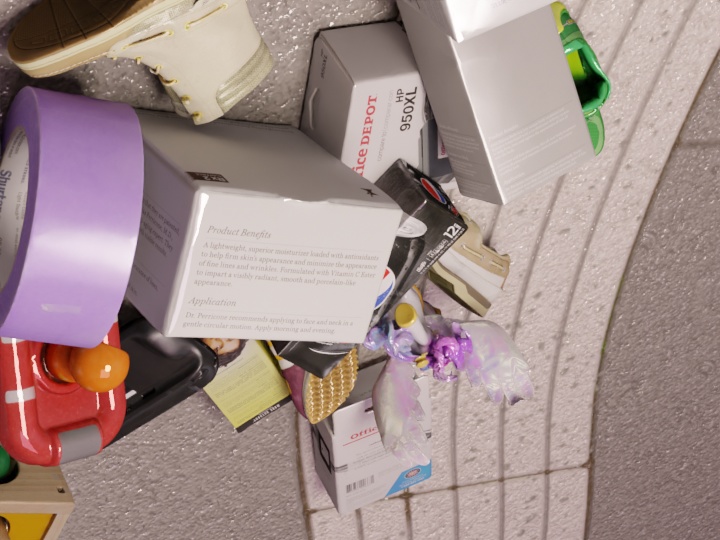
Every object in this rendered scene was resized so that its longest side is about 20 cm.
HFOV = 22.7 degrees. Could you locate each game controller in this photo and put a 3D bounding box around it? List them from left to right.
[{"bbox_3d":[-0.231,0.110,1.692,0.200,0.042,0.104,-32,122,25],"label":"game controller"}]

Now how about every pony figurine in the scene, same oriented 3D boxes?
[{"bbox_3d":[0.056,0.066,1.736,0.166,0.194,0.200,-28,148,11],"label":"pony figurine"}]

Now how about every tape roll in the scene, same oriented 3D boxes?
[{"bbox_3d":[-0.243,-0.042,1.433,0.085,0.200,0.201,9,126,-22],"label":"tape roll"}]

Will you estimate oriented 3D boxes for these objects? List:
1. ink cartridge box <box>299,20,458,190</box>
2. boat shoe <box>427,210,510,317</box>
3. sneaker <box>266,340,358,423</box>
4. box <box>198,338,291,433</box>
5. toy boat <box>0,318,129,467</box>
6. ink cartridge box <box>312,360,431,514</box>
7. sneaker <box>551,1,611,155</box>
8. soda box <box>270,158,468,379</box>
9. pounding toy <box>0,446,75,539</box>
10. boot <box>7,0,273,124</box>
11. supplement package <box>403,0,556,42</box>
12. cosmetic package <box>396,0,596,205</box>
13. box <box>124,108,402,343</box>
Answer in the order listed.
[{"bbox_3d":[0.056,-0.147,1.617,0.199,0.084,0.145,-11,135,-23],"label":"ink cartridge box"},{"bbox_3d":[0.080,-0.031,1.770,0.069,0.075,0.200,-54,137,-5],"label":"boat shoe"},{"bbox_3d":[-0.060,0.060,1.749,0.075,0.090,0.201,-34,138,-29],"label":"sneaker"},{"bbox_3d":[-0.135,0.078,1.748,0.075,0.050,0.200,-32,141,1],"label":"box"},{"bbox_3d":[-0.250,0.074,1.564,0.130,0.130,0.201,-13,102,-42],"label":"toy boat"},{"bbox_3d":[0.012,0.164,1.904,0.115,0.067,0.201,-20,143,-14],"label":"ink cartridge box"},{"bbox_3d":[0.194,-0.163,1.691,0.074,0.084,0.200,-31,141,-2],"label":"sneaker"},{"bbox_3d":[0.000,0.000,1.607,0.063,0.071,0.200,30,110,-40],"label":"soda box"},{"bbox_3d":[-0.376,0.235,1.680,0.183,0.142,0.200,6,127,-37],"label":"pounding toy"},{"bbox_3d":[-0.173,-0.175,1.456,0.199,0.072,0.155,-27,142,-7],"label":"boot"},{"bbox_3d":[0.072,-0.274,1.395,0.113,0.200,0.110,-24,120,-10],"label":"supplement package"},{"bbox_3d":[0.114,-0.168,1.517,0.106,0.090,0.201,-25,108,-20],"label":"cosmetic package"},{"bbox_3d":[-0.107,-0.039,1.514,0.198,0.200,0.131,4,112,-34],"label":"box"}]
